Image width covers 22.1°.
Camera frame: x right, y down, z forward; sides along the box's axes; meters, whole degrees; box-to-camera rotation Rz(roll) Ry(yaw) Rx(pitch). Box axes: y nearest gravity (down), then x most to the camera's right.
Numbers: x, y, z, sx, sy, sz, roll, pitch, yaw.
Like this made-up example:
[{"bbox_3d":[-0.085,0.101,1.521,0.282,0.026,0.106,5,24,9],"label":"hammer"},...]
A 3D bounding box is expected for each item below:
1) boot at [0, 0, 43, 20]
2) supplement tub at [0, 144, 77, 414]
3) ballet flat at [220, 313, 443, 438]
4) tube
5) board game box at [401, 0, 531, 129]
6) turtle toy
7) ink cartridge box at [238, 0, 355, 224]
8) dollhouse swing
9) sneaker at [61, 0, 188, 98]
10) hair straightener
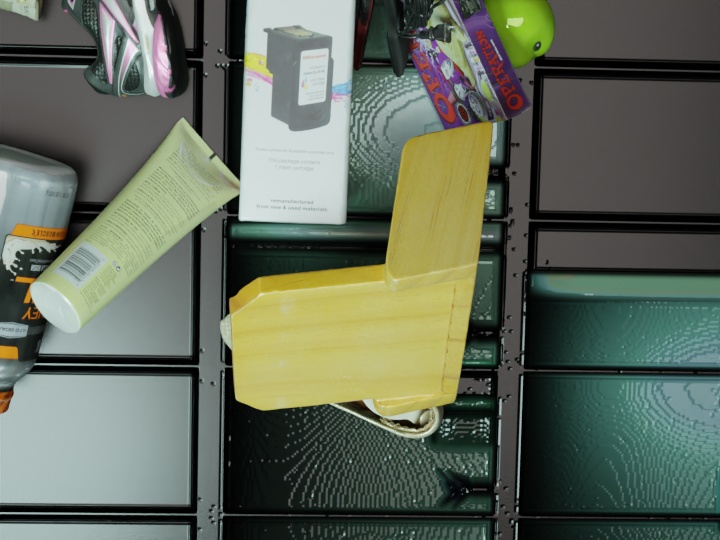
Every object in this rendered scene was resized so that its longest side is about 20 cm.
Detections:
[{"bbox_3d":[-0.326,-0.218,1.438,0.154,0.072,0.201,20,95,-8],"label":"boot"},{"bbox_3d":[-0.299,0.004,1.441,0.122,0.123,0.201,13,97,-5],"label":"supplement tub"},{"bbox_3d":[-0.020,0.078,1.498,0.199,0.062,0.068,24,95,-6],"label":"ballet flat"},{"bbox_3d":[-0.175,-0.032,1.448,0.200,0.052,0.058,-49,142,-31],"label":"tube"},{"bbox_3d":[0.057,-0.206,1.437,0.032,0.120,0.201,-28,98,-14],"label":"board game box"},{"bbox_3d":[0.113,-0.259,1.440,0.145,0.101,0.201,-6,107,-3],"label":"turtle toy"},{"bbox_3d":[-0.049,-0.143,1.425,0.082,0.146,0.201,2,97,-2],"label":"ink cartridge box"},{"bbox_3d":[0.000,0.000,1.404,0.175,0.200,0.182,7,58,3],"label":"dollhouse swing"},{"bbox_3d":[-0.196,-0.230,1.442,0.086,0.080,0.201,-7,92,8],"label":"sneaker"},{"bbox_3d":[0.036,-0.199,1.385,0.077,0.200,0.041,10,69,1],"label":"hair straightener"}]
